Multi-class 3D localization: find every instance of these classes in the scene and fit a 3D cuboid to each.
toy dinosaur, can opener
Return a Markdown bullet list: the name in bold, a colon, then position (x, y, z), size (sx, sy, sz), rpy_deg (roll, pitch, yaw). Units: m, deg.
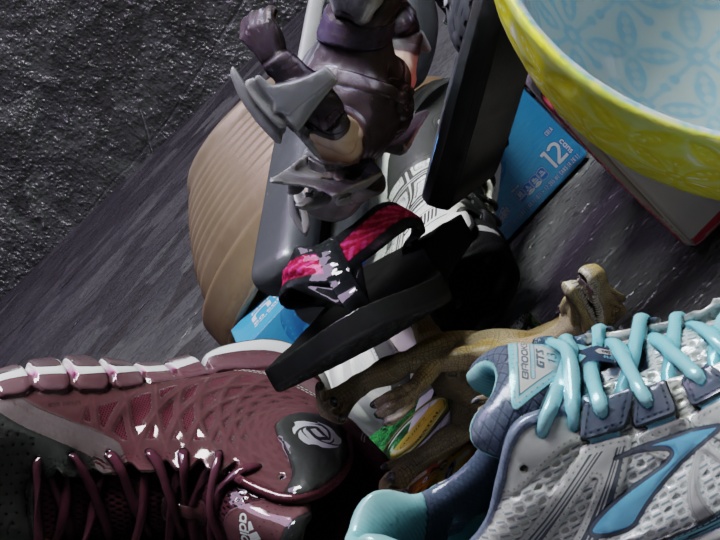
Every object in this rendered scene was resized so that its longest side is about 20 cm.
- **toy dinosaur**: position (0.039, 0.041, 0.732), size (0.101, 0.058, 0.200), rpy_deg (-33, 7, -18)
- **can opener**: position (-0.004, -0.070, 0.908), size (0.067, 0.053, 0.201), rpy_deg (-29, 38, 36)

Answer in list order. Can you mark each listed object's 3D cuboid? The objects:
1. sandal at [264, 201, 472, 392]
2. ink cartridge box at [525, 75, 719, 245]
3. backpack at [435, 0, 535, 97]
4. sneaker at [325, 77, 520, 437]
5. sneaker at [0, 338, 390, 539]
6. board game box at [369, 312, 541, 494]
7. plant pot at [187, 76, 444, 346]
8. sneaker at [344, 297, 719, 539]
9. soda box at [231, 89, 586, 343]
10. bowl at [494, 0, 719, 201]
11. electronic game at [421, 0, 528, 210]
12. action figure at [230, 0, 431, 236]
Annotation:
- **sandal**: position (0.000, 0.000, 0.757), size (0.075, 0.045, 0.200), rpy_deg (-27, 6, 14)
- **ink cartridge box**: position (0.146, -0.106, 0.831), size (0.145, 0.084, 0.200), rpy_deg (-45, 11, 7)
- **backpack**: position (0.121, -0.215, 1.198), size (0.183, 0.135, 0.200), rpy_deg (-43, 8, 10)
- **sneaker**: position (0.045, -0.011, 0.906), size (0.087, 0.076, 0.201), rpy_deg (-18, 45, 44)
- **sneaker**: position (-0.074, 0.082, 0.729), size (0.199, 0.076, 0.115), rpy_deg (-14, 30, -30)
- **board game box**: position (0.022, 0.097, 0.742), size (0.105, 0.023, 0.200), rpy_deg (-43, 11, 27)
- **plant pot**: position (-0.033, -0.052, 1.116), size (0.201, 0.093, 0.201), rpy_deg (-43, -12, -11)
- **sneaker**: position (0.076, 0.048, 0.538), size (0.200, 0.086, 0.078), rpy_deg (-43, 12, 19)
- **soda box**: position (0.024, -0.014, 1.020), size (0.200, 0.064, 0.068), rpy_deg (-47, 11, 1)
- **bowl**: position (0.136, -0.093, 0.664), size (0.200, 0.199, 0.108), rpy_deg (-51, -19, -24)
- **electronic game**: position (0.056, -0.123, 0.784), size (0.200, 0.041, 0.201), rpy_deg (15, -90, -89)
- **action figure**: position (0.000, -0.103, 0.696), size (0.130, 0.069, 0.201), rpy_deg (-70, -6, -66)
